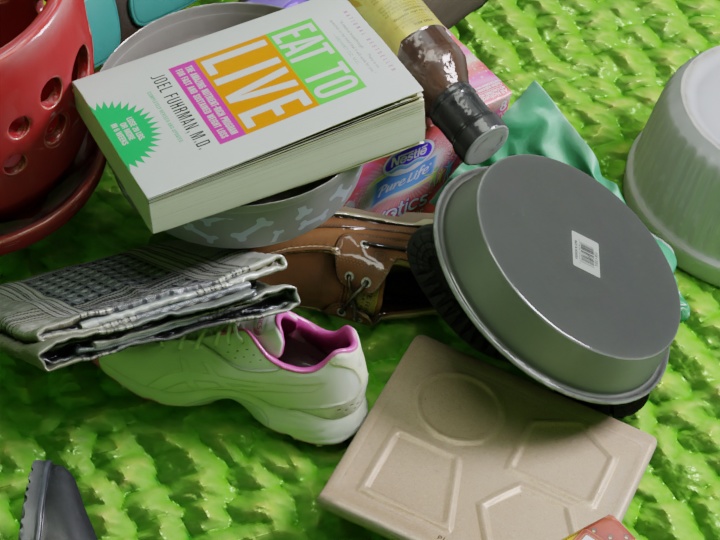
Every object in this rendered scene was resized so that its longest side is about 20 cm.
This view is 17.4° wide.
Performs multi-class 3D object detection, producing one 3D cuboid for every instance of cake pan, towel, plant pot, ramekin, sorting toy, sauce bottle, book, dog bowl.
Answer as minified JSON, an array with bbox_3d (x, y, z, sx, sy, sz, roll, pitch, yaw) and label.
[{"bbox_3d":[0.141,-0.001,1.608,0.199,0.037,0.201,24,41,-23],"label":"cake pan"},{"bbox_3d":[-0.160,0.016,1.562,0.192,0.035,0.200,-14,15,-26],"label":"towel"},{"bbox_3d":[-0.278,-0.125,1.628,0.199,0.183,0.201,-5,47,5],"label":"plant pot"},{"bbox_3d":[0.308,-0.086,1.799,0.199,0.105,0.201,6,43,-6],"label":"ramekin"},{"bbox_3d":[0.087,0.139,1.573,0.184,0.037,0.200,24,40,10],"label":"sorting toy"},{"bbox_3d":[0.033,-0.160,1.691,0.064,0.065,0.200,-22,61,-31],"label":"sauce bottle"},{"bbox_3d":[-0.075,-0.109,1.562,0.199,0.048,0.134,-22,49,-17],"label":"book"},{"bbox_3d":[-0.085,-0.097,1.616,0.199,0.059,0.201,1,48,-2],"label":"dog bowl"}]

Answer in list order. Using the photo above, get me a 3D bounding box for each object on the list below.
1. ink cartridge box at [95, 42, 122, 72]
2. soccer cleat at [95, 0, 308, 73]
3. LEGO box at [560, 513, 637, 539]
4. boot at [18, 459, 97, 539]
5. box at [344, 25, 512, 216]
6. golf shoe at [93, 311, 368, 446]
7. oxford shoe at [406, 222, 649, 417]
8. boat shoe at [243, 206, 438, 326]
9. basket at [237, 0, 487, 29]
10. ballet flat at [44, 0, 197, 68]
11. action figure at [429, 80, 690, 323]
[{"bbox_3d":[-0.246,-0.209,1.850,0.199,0.037,0.095,28,47,12],"label":"ink cartridge box"},{"bbox_3d":[-0.127,-0.155,1.724,0.199,0.076,0.067,-29,43,18],"label":"soccer cleat"},{"bbox_3d":[0.081,0.251,1.370,0.199,0.149,0.077,-23,53,-31],"label":"LEGO box"},{"bbox_3d":[-0.111,0.196,1.441,0.199,0.066,0.166,3,53,-5],"label":"boot"},{"bbox_3d":[0.003,-0.094,1.739,0.199,0.103,0.095,-23,53,-32],"label":"box"},{"bbox_3d":[-0.087,0.050,1.581,0.199,0.092,0.076,13,45,3],"label":"golf shoe"},{"bbox_3d":[0.120,0.022,1.656,0.199,0.073,0.085,34,40,-10],"label":"oxford shoe"},{"bbox_3d":[0.000,0.000,1.664,0.199,0.072,0.068,-6,45,-18],"label":"boat shoe"},{"bbox_3d":[-0.004,-0.219,1.839,0.135,0.181,0.200,10,46,39],"label":"basket"},{"bbox_3d":[-0.197,-0.201,1.795,0.067,0.067,0.200,19,38,37],"label":"ballet flat"},{"bbox_3d":[0.164,-0.029,1.724,0.200,0.118,0.055,42,8,4],"label":"action figure"}]
